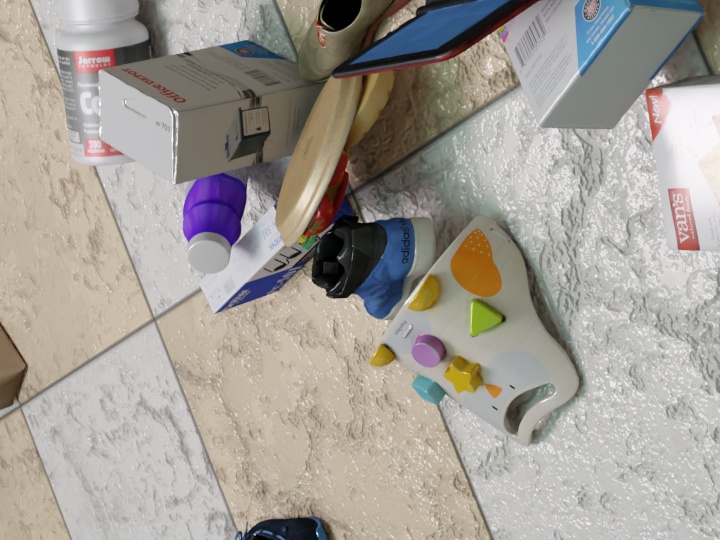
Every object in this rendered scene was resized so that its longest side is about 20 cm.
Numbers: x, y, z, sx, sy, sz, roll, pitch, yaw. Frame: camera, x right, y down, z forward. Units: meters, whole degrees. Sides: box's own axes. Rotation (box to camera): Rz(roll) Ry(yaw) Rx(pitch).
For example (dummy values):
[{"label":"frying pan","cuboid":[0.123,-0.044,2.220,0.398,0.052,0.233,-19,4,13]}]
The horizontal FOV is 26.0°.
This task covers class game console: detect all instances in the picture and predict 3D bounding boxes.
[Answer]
[{"label":"game console","cuboid":[0.067,-0.245,1.253,0.199,0.117,0.175,4,95,61]}]

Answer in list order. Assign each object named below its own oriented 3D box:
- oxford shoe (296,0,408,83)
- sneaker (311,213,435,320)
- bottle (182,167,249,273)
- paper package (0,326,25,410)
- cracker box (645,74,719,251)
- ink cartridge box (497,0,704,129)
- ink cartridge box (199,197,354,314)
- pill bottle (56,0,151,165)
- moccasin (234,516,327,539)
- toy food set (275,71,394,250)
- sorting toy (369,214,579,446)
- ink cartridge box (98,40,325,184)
[{"label":"oxford shoe","cuboid":[-0.025,-0.250,1.557,0.071,0.074,0.200,60,142,13]},{"label":"sneaker","cuboid":[0.000,-0.001,1.563,0.200,0.110,0.078,127,142,-70]},{"label":"bottle","cuboid":[-0.160,-0.080,1.723,0.201,0.065,0.084,-90,25,-49]},{"label":"paper package","cuboid":[-0.648,0.142,2.407,0.191,0.199,0.104,52,139,22]},{"label":"cracker box","cuboid":[0.319,-0.085,1.207,0.199,0.057,0.136,2,106,52]},{"label":"ink cartridge box","cuboid":[0.174,-0.238,1.266,0.145,0.084,0.202,-54,48,47]},{"label":"ink cartridge box","cuboid":[-0.095,-0.021,1.728,0.200,0.093,0.045,-41,73,51]},{"label":"pill bottle","cuboid":[-0.306,-0.237,1.885,0.113,0.113,0.203,15,117,47]},{"label":"moccasin","cuboid":[-0.117,0.342,1.928,0.200,0.068,0.081,-37,76,52]},{"label":"toy food set","cuboid":[-0.032,-0.116,1.561,0.198,0.048,0.202,162,128,-75]},{"label":"sorting toy","cuboid":[0.120,0.085,1.521,0.180,0.107,0.201,40,136,8]},{"label":"ink cartridge box","cuboid":[-0.157,-0.172,1.653,0.146,0.198,0.087,31,128,41]}]
